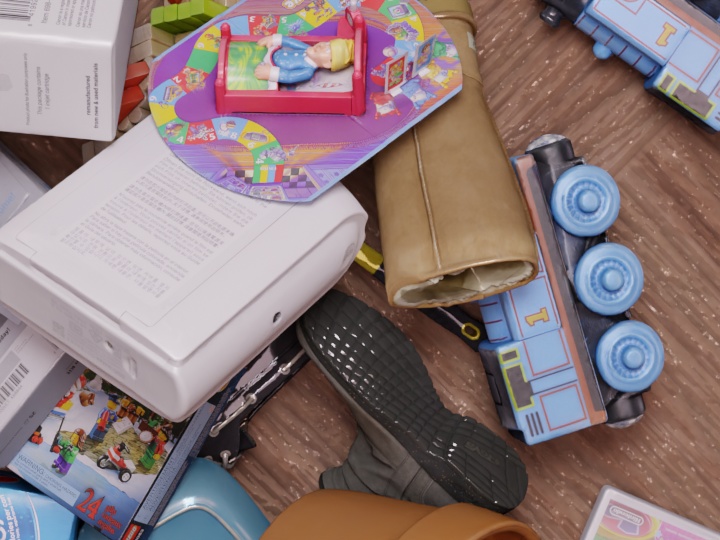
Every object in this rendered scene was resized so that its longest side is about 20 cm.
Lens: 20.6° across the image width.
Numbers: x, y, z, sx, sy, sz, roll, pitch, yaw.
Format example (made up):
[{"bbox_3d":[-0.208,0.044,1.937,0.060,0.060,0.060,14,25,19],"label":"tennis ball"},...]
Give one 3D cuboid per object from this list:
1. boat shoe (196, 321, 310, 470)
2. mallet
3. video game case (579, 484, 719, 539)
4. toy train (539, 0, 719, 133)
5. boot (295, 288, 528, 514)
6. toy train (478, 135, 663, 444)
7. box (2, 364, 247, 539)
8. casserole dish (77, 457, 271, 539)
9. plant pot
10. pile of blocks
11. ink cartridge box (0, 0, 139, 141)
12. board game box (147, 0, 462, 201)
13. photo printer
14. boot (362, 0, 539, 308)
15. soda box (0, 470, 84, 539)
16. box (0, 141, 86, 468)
[{"bbox_3d":[-0.093,0.098,1.337,0.060,0.074,0.200,37,83,1],"label":"boat shoe"},{"bbox_3d":[0.000,0.000,1.352,0.200,0.041,0.066,43,90,-7],"label":"mallet"},{"bbox_3d":[0.196,0.269,1.380,0.142,0.018,0.201,23,93,-4],"label":"video game case"},{"bbox_3d":[0.204,-0.180,1.324,0.199,0.087,0.115,34,98,-4],"label":"toy train"},{"bbox_3d":[0.006,0.117,1.318,0.200,0.068,0.131,46,132,-2],"label":"boot"},{"bbox_3d":[0.126,0.015,1.317,0.113,0.087,0.202,-17,94,-7],"label":"toy train"},{"bbox_3d":[-0.190,0.073,1.298,0.199,0.038,0.137,29,88,25],"label":"box"},{"bbox_3d":[-0.103,0.216,1.324,0.121,0.039,0.201,-33,116,3],"label":"casserole dish"},{"bbox_3d":[0.009,0.226,1.252,0.139,0.200,0.202,22,93,31],"label":"plant pot"},{"bbox_3d":[-0.127,-0.129,1.307,0.082,0.062,0.202,22,94,36],"label":"pile of blocks"},{"bbox_3d":[-0.242,-0.165,1.226,0.198,0.145,0.084,6,136,-3],"label":"ink cartridge box"},{"bbox_3d":[-0.037,-0.133,1.234,0.200,0.039,0.158,-37,60,-25],"label":"board game box"},{"bbox_3d":[-0.105,-0.017,1.211,0.166,0.070,0.200,31,51,21],"label":"photo printer"},{"bbox_3d":[0.013,-0.070,1.277,0.174,0.066,0.202,-16,64,14],"label":"boot"},{"bbox_3d":[-0.287,0.164,1.333,0.198,0.068,0.065,9,93,-2],"label":"soda box"},{"bbox_3d":[-0.255,0.006,1.297,0.200,0.041,0.156,40,92,23],"label":"box"}]
